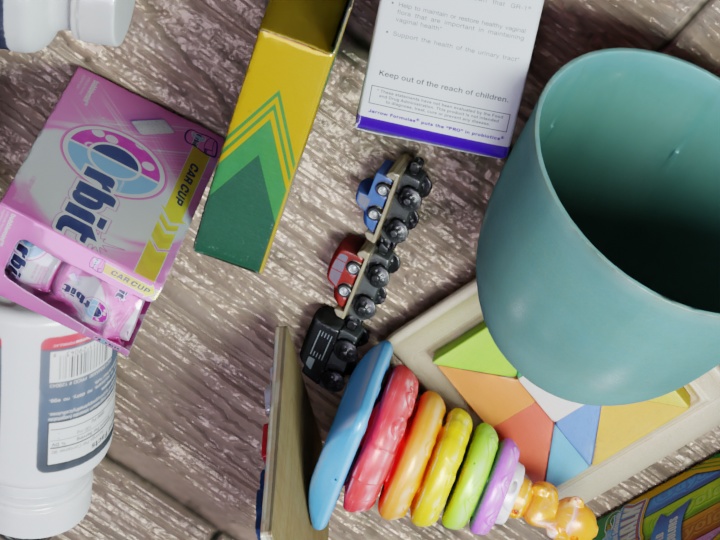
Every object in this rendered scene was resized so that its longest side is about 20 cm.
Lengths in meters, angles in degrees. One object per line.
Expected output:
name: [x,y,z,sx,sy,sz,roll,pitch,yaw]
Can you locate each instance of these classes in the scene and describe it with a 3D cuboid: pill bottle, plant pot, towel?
pill bottle: [-0.243,-0.200,1.470,0.198,0.111,0.112,11,123,3]
plant pot: [0.162,-0.011,1.451,0.199,0.201,0.161,27,138,-8]
pill bottle: [-0.232,0.083,1.641,0.119,0.120,0.201,10,123,3]
towel: [0.282,-0.033,1.531,0.200,0.035,0.192,39,120,-15]

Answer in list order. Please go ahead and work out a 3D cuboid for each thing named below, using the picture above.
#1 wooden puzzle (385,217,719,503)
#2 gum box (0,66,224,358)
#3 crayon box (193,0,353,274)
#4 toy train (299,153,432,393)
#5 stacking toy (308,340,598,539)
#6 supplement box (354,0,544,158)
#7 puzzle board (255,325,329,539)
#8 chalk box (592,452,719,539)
wooden puzzle: [0.144,0.075,1.621,0.184,0.037,0.200,-34,111,26]
gum box: [-0.169,-0.039,1.504,0.113,0.200,0.066,26,123,-6]
crayon box: [-0.048,-0.116,1.481,0.051,0.126,0.201,19,122,-2]
toy train: [0.000,0.000,1.602,0.046,0.034,0.201,27,124,7]
stacking toy: [0.072,0.142,1.611,0.199,0.110,0.117,21,126,1]
supplement box: [0.066,-0.186,1.432,0.102,0.101,0.201,11,123,2]
puzzle board: [-0.046,0.159,1.596,0.017,0.201,0.151,-7,130,9]
chalk box: [0.238,0.233,1.652,0.199,0.124,0.125,-34,111,26]
